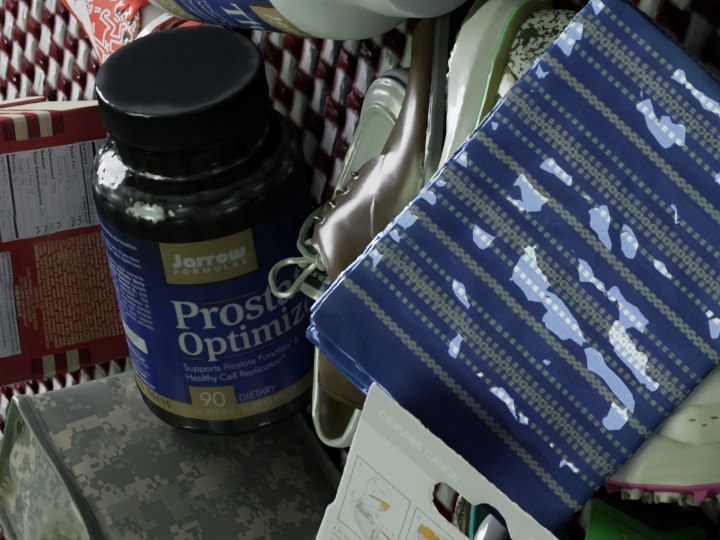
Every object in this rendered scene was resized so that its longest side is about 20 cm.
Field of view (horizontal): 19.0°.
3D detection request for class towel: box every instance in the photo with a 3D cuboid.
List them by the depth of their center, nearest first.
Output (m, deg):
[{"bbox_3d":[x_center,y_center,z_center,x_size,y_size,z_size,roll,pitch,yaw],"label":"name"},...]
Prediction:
[{"bbox_3d":[0.087,-0.001,0.897,0.145,0.024,0.200,44,103,11],"label":"towel"}]

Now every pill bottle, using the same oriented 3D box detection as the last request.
[{"bbox_3d":[-0.027,-0.169,1.044,0.200,0.111,0.111,15,113,52],"label":"pill bottle"},{"bbox_3d":[-0.079,-0.021,1.125,0.112,0.112,0.200,36,146,43],"label":"pill bottle"}]

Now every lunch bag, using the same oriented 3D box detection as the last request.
[{"bbox_3d":[-0.090,0.156,1.191,0.200,0.164,0.118,57,143,28],"label":"lunch bag"}]

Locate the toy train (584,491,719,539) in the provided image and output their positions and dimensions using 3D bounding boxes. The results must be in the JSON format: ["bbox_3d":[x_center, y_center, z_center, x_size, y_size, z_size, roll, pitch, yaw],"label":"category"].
[{"bbox_3d":[0.170,0.150,0.936,0.200,0.042,0.057,25,110,49],"label":"toy train"}]

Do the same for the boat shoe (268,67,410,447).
[{"bbox_3d":[-0.003,-0.001,1.087,0.075,0.086,0.202,33,127,45],"label":"boat shoe"}]

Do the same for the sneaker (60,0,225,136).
[{"bbox_3d":[-0.117,-0.146,1.219,0.108,0.067,0.202,-13,93,56],"label":"sneaker"}]

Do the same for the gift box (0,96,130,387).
[{"bbox_3d":[-0.252,-0.024,1.340,0.187,0.200,0.185,5,100,55],"label":"gift box"}]

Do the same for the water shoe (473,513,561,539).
[{"bbox_3d":[0.119,0.188,0.952,0.079,0.071,0.200,-20,101,36],"label":"water shoe"}]

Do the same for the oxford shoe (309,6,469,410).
[{"bbox_3d":[0.015,-0.032,1.009,0.084,0.073,0.200,5,75,24],"label":"oxford shoe"}]

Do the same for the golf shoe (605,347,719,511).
[{"bbox_3d":[0.110,0.056,0.974,0.200,0.075,0.092,3,88,52],"label":"golf shoe"}]

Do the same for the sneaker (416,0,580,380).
[{"bbox_3d":[0.080,-0.030,0.944,0.088,0.077,0.200,2,82,38],"label":"sneaker"}]

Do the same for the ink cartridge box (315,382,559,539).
[{"bbox_3d":[0.045,0.164,0.922,0.161,0.050,0.200,39,127,30],"label":"ink cartridge box"}]

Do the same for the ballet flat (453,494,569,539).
[{"bbox_3d":[0.087,0.193,1.048,0.200,0.068,0.075,65,153,10],"label":"ballet flat"}]
